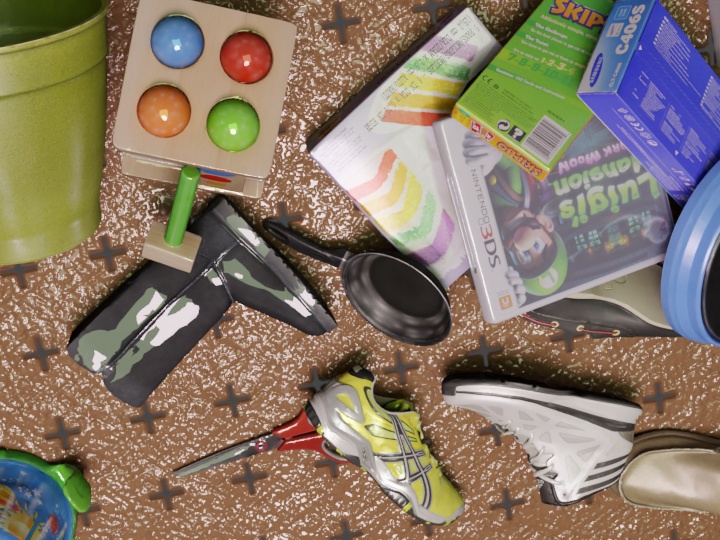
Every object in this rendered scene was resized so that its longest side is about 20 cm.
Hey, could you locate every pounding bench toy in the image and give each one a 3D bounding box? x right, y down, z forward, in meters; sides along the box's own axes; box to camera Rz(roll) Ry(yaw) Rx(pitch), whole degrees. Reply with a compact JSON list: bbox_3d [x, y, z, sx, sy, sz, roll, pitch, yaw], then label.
[{"bbox_3d":[-0.134,-0.102,0.958,0.124,0.156,0.200,11,85,-7],"label":"pounding bench toy"}]

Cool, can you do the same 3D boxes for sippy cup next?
[{"bbox_3d":[-0.339,0.254,1.085,0.139,0.130,0.178,20,103,-11],"label":"sippy cup"}]

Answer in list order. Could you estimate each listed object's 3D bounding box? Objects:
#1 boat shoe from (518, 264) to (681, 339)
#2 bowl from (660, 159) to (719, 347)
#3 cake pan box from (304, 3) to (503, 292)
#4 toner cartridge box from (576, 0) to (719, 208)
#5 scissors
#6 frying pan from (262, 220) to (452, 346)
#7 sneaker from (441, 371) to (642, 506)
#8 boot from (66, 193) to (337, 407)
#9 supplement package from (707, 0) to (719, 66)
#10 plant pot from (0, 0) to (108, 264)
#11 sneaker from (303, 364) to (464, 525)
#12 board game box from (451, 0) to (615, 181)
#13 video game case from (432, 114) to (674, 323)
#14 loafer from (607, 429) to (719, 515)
[{"bbox_3d":[0.232,0.027,1.107,0.201,0.074,0.063,12,139,-17],"label":"boat shoe"},{"bbox_3d":[0.351,-0.022,1.056,0.200,0.039,0.201,-21,126,-32],"label":"bowl"},{"bbox_3d":[0.083,-0.110,1.059,0.200,0.052,0.184,-41,107,6],"label":"cake pan box"},{"bbox_3d":[0.269,-0.137,1.012,0.200,0.043,0.095,37,70,-38],"label":"toner cartridge box"},{"bbox_3d":[-0.086,0.160,1.142,0.199,0.014,0.073,-4,109,-2],"label":"scissors"},{"bbox_3d":[0.003,0.013,1.091,0.190,0.031,0.115,19,141,25],"label":"frying pan"},{"bbox_3d":[0.167,0.165,1.119,0.200,0.076,0.116,12,90,-10],"label":"sneaker"},{"bbox_3d":[-0.145,0.055,1.074,0.200,0.066,0.165,-43,92,2],"label":"boot"},{"bbox_3d":[0.413,-0.260,0.990,0.200,0.152,0.151,-14,107,-1],"label":"supplement package"},{"bbox_3d":[-0.294,-0.116,0.966,0.200,0.200,0.193,-5,118,-3],"label":"plant pot"},{"bbox_3d":[0.039,0.170,1.116,0.076,0.075,0.200,-46,115,2],"label":"sneaker"},{"bbox_3d":[0.171,-0.174,1.002,0.095,0.030,0.200,37,68,7],"label":"board game box"},{"bbox_3d":[0.176,-0.070,1.028,0.200,0.023,0.182,-19,100,-18],"label":"video game case"},{"bbox_3d":[0.343,0.204,1.160,0.199,0.067,0.076,-1,106,-5],"label":"loafer"}]
